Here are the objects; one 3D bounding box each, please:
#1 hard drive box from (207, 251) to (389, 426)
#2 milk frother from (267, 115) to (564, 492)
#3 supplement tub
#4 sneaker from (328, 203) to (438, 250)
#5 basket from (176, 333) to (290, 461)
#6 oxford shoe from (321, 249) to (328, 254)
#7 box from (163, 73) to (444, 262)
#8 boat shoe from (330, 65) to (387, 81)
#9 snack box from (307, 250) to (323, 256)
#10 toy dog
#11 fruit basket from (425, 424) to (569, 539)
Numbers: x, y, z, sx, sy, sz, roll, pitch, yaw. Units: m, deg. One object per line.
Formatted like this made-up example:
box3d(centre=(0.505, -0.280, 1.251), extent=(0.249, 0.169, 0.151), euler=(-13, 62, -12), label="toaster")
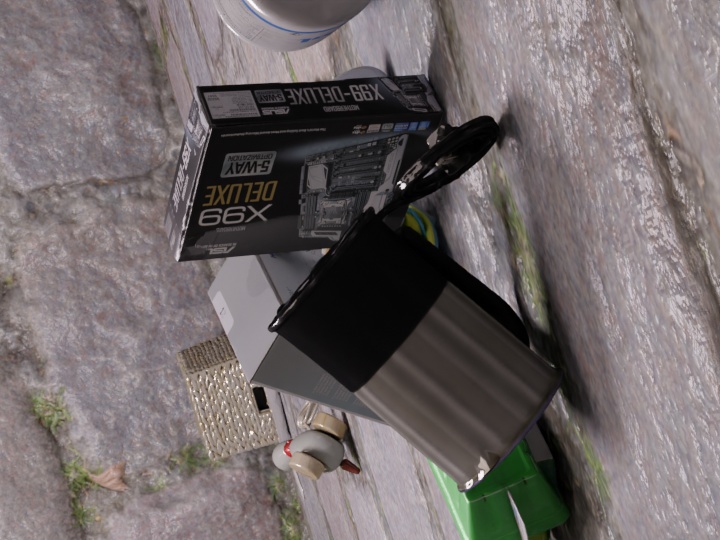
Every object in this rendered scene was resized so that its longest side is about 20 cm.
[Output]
box3d(centre=(-0.023, 0.058, 1.699), extent=(0.077, 0.200, 0.156), euler=(-58, 31, 19), label="hard drive box")
box3d(centre=(0.072, 0.018, 1.311), extent=(0.188, 0.181, 0.200), euler=(40, 138, -4), label="milk frother")
box3d(centre=(-0.056, -0.257, 1.546), extent=(0.200, 0.132, 0.132), euler=(-172, 66, -81), label="supplement tub")
box3d(centre=(0.022, -0.035, 1.658), extent=(0.200, 0.079, 0.131), euler=(52, 161, 40), label="sneaker")
box3d(centre=(-0.246, 0.233, 3.487), extent=(0.200, 0.161, 0.198), euler=(-131, 25, -73), label="basket")
box3d(centre=(-0.043, -0.104, 1.977), extent=(0.075, 0.058, 0.200), euler=(101, 153, -76), label="oxford shoe")
box3d(centre=(-0.049, -0.083, 1.483), extent=(0.158, 0.200, 0.050), euler=(110, 146, -45), label="box")
box3d(centre=(-0.022, -0.101, 1.666), extent=(0.070, 0.066, 0.200), euler=(37, 114, 20), label="boat shoe")
box3d(centre=(-0.081, -0.050, 2.314), extent=(0.142, 0.053, 0.200), euler=(86, 164, -59), label="snack box")
box3d(centre=(-0.058, 0.269, 2.645), extent=(0.096, 0.132, 0.200), euler=(36, -179, -9), label="toy dog")
box3d(centre=(0.120, 0.182, 1.496), extent=(0.200, 0.094, 0.185), euler=(60, -175, -50), label="fruit basket")
